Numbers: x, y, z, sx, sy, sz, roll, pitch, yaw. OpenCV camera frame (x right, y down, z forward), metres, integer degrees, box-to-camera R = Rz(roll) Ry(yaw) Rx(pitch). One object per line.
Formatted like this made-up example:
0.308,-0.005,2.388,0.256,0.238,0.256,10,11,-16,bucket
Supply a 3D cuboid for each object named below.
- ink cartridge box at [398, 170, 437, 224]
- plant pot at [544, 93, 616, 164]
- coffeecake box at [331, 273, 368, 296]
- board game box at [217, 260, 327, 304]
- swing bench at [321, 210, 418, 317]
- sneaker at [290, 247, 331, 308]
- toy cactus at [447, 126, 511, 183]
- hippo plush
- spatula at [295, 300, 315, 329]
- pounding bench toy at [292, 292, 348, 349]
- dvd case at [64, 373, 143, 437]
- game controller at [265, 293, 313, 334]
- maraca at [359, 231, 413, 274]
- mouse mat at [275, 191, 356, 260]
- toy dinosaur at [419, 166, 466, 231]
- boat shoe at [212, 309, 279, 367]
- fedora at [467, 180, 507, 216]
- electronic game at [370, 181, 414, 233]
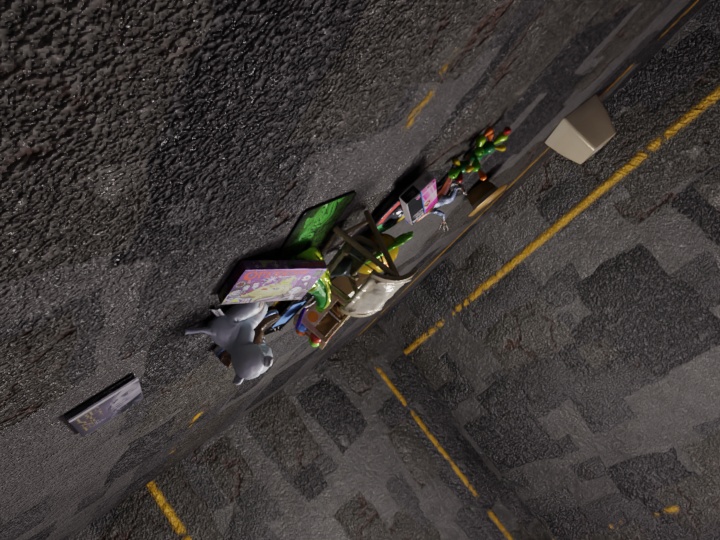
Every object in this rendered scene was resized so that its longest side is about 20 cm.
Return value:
0.152,-0.176,1.355,0.095,0.037,0.200,-43,165,-2,ink cartridge box
0.937,-0.573,2.213,0.199,0.177,0.200,-37,169,-12,plant pot
-0.034,0.054,1.764,0.153,0.073,0.200,-37,170,-12,coffeecake box
-0.178,0.023,1.083,0.199,0.032,0.120,-2,141,-42,board game box
0.000,0.000,1.288,0.130,0.200,0.199,-31,167,-38,swing bench
-0.114,0.017,1.221,0.083,0.074,0.200,-8,141,4,sneaker
0.327,-0.311,1.466,0.200,0.102,0.165,-48,180,0,toy cactus
-0.250,0.154,1.180,0.159,0.161,0.200,-39,170,-2,hippo plush
-0.137,0.087,1.536,0.200,0.021,0.057,-55,-172,-26,spatula
-0.127,0.160,1.659,0.156,0.124,0.200,-49,176,-19,pounding bench toy
-0.549,0.296,1.148,0.148,0.016,0.200,-33,168,-29,dvd case
-0.208,0.118,1.503,0.200,0.042,0.104,-46,173,29,game controller
0.058,-0.057,1.470,0.199,0.107,0.137,-27,-168,13,maraca
-0.100,-0.086,1.120,0.161,0.008,0.200,-30,165,-43,mouse mat
0.224,-0.219,1.610,0.181,0.105,0.200,-28,133,7,toy dinosaur
-0.291,0.183,1.412,0.200,0.072,0.072,-36,170,-15,boat shoe
0.472,-0.293,2.043,0.200,0.082,0.201,-39,175,-4,fedora
0.108,-0.167,1.403,0.200,0.042,0.200,-38,170,-8,electronic game
